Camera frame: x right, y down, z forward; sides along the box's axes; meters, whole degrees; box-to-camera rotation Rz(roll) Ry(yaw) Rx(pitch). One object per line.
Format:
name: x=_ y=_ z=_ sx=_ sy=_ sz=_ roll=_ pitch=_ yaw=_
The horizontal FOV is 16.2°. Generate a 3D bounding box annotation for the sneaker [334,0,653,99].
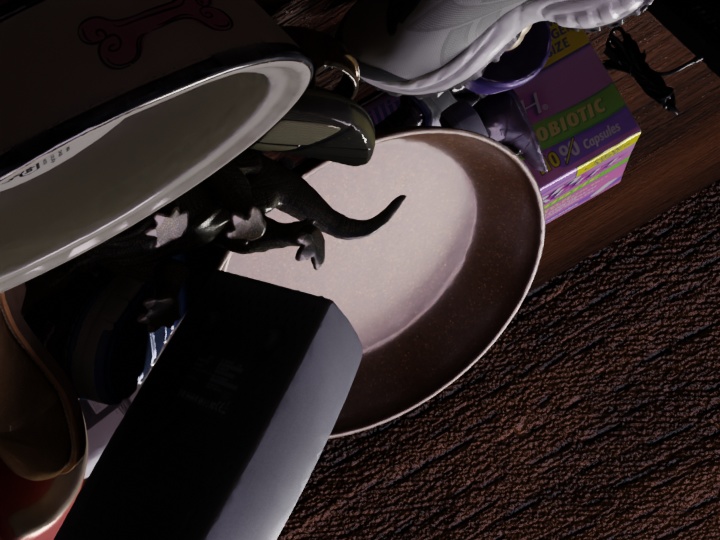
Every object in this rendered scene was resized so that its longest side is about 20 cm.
sneaker: x=0.050 y=-0.136 z=1.121 sx=0.200 sy=0.079 sz=0.074 roll=-20 pitch=-132 yaw=51

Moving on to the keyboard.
keyboard: x=0.212 y=-0.137 z=1.502 sx=0.127 sy=0.021 sz=0.200 roll=-30 pitch=-151 yaw=-2

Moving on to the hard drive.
hard drive: x=-0.078 y=0.100 z=1.159 sx=0.201 sy=0.042 sz=0.135 roll=-60 pitch=-152 yaw=-9

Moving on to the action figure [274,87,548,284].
action figure: x=-0.004 y=-0.044 z=1.378 sx=0.199 sy=0.130 sz=0.070 roll=-30 pitch=128 yaw=-7

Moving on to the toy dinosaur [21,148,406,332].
toy dinosaur: x=-0.077 y=-0.031 z=1.167 sx=0.199 sy=0.102 sz=0.077 roll=-22 pitch=129 yaw=-16

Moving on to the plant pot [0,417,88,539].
plant pot: x=-0.236 y=0.119 z=1.282 sx=0.200 sy=0.201 sz=0.177 roll=-23 pitch=162 yaw=-45

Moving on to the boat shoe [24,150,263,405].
boat shoe: x=-0.111 y=-0.014 z=1.260 sx=0.200 sy=0.072 sz=0.073 roll=-52 pitch=150 yaw=-51

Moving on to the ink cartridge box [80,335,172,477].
ink cartridge box: x=-0.119 y=0.050 z=1.650 sx=0.145 sy=0.084 sz=0.200 roll=-22 pitch=170 yaw=-46

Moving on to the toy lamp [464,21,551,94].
toy lamp: x=0.082 y=-0.136 z=1.268 sx=0.058 sy=0.058 sz=0.200 roll=-28 pitch=172 yaw=-17

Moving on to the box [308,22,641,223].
box: x=0.067 y=-0.066 z=1.537 sx=0.175 sy=0.097 sz=0.200 roll=-30 pitch=173 yaw=-1

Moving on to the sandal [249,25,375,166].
sandal: x=-0.035 y=-0.084 z=1.156 sx=0.079 sy=0.058 sz=0.201 roll=9 pitch=-173 yaw=-6

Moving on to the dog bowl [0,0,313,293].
dog bowl: x=-0.120 y=-0.055 z=0.921 sx=0.199 sy=0.074 sz=0.200 roll=-29 pitch=174 yaw=-3

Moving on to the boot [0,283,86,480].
boot: x=-0.180 y=0.049 z=1.141 sx=0.076 sy=0.073 sz=0.201 roll=-55 pitch=153 yaw=-24

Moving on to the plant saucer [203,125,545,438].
plant saucer: x=0.000 y=0.000 z=1.294 sx=0.199 sy=0.037 sz=0.201 roll=-19 pitch=137 yaw=-18
